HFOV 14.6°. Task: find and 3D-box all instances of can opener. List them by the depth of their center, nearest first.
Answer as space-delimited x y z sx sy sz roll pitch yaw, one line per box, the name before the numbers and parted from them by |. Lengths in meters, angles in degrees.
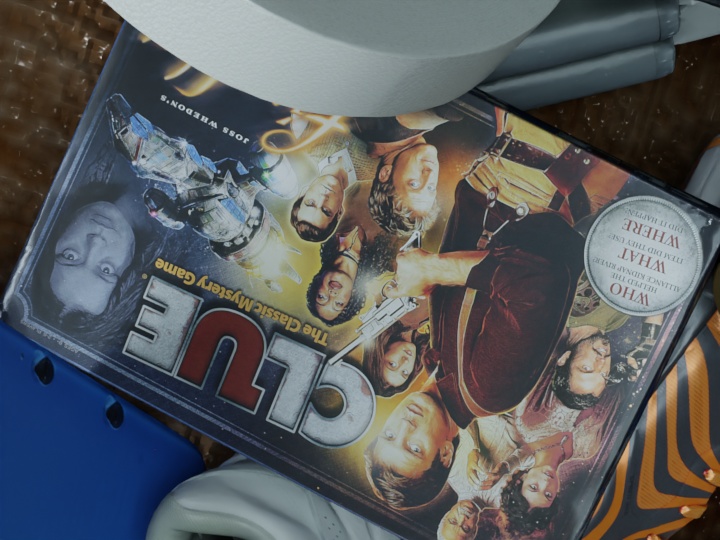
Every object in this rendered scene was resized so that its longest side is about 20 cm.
can opener | 0.085 -0.092 0.934 0.199 0.053 0.067 -18 64 -5

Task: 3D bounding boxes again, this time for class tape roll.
tape roll | -0.022 -0.140 0.850 0.202 0.203 0.037 37 136 -9

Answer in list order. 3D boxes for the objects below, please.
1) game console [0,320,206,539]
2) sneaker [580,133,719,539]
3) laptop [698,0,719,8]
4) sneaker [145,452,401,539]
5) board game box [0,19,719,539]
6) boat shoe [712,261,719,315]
game console | -0.154 0.109 0.875 0.170 0.200 0.119 -21 61 17
sneaker | 0.121 0.064 0.927 0.112 0.078 0.201 28 95 3
laptop | 0.065 -0.196 0.849 0.176 0.201 0.103 13 135 -35
sneaker | -0.004 0.144 0.890 0.200 0.099 0.078 48 119 18
board game box | 0.000 0.000 0.883 0.199 0.035 0.136 26 99 9
boat shoe | 0.204 0.038 0.859 0.200 0.071 0.069 40 60 -2
